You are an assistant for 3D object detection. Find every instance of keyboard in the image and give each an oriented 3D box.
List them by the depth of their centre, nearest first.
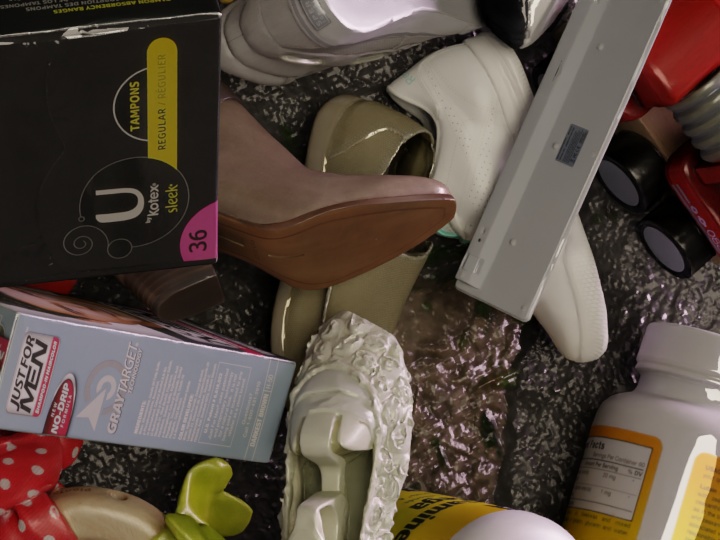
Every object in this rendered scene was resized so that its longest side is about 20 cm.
[{"bbox_3d":[0.113,-0.072,1.357,0.011,0.056,0.201,20,95,-57],"label":"keyboard"}]

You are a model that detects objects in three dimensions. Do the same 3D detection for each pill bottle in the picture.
[{"bbox_3d":[0.058,0.182,1.315,0.112,0.200,0.113,-1,92,-30],"label":"pill bottle"},{"bbox_3d":[0.179,0.138,1.414,0.110,0.111,0.201,20,82,-19],"label":"pill bottle"}]

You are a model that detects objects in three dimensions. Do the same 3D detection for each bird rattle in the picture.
[{"bbox_3d":[-0.148,0.164,1.301,0.199,0.113,0.164,14,101,-17],"label":"bird rattle"}]

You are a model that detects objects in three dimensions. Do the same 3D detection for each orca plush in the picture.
[{"bbox_3d":[0.112,-0.215,1.411,0.071,0.105,0.201,30,72,8],"label":"orca plush"}]

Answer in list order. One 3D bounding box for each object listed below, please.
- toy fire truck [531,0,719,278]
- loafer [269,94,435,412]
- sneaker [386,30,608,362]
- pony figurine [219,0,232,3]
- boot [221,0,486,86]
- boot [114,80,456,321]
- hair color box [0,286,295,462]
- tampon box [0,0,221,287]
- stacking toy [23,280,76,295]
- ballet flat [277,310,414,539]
[{"bbox_3d":[0.198,-0.077,1.377,0.129,0.200,0.176,-40,103,-17],"label":"toy fire truck"},{"bbox_3d":[0.000,0.000,1.360,0.075,0.068,0.202,9,85,-52],"label":"loafer"},{"bbox_3d":[0.077,-0.032,1.409,0.088,0.075,0.201,-22,90,-8],"label":"sneaker"},{"bbox_3d":[-0.094,-0.276,1.310,0.200,0.166,0.193,42,84,-31],"label":"pony figurine"},{"bbox_3d":[-0.004,-0.152,1.370,0.199,0.095,0.074,-13,85,-54],"label":"boot"},{"bbox_3d":[-0.066,-0.056,1.316,0.199,0.070,0.147,-17,55,-16],"label":"boot"},{"bbox_3d":[-0.139,0.050,1.256,0.199,0.099,0.061,12,95,-48],"label":"hair color box"},{"bbox_3d":[-0.147,-0.114,1.217,0.125,0.201,0.151,-7,131,-12],"label":"tampon box"},{"bbox_3d":[-0.231,0.038,1.284,0.200,0.085,0.086,-44,104,-22],"label":"stacking toy"},{"bbox_3d":[-0.013,0.117,1.278,0.071,0.072,0.202,8,79,-20],"label":"ballet flat"}]
